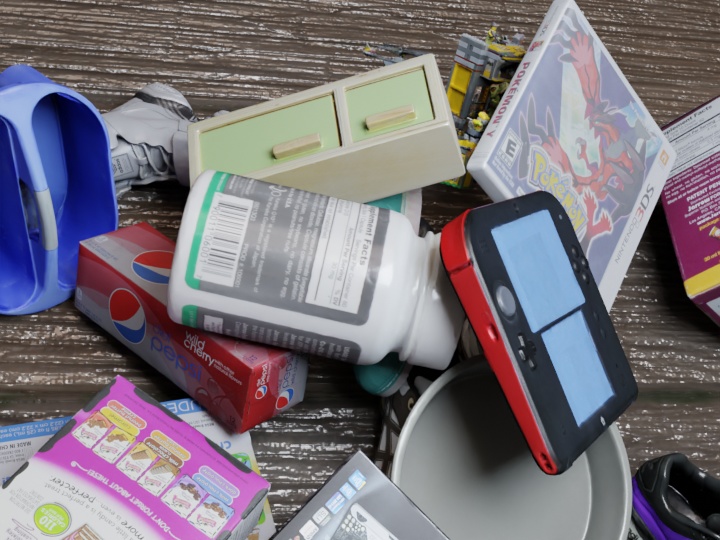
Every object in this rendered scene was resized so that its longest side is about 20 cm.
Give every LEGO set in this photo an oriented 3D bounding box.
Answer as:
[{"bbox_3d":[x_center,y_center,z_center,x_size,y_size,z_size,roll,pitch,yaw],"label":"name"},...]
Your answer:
[{"bbox_3d":[0.107,-0.149,0.976,0.200,0.116,0.154,-1,27,-36],"label":"LEGO set"}]

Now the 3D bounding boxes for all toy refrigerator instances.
[{"bbox_3d":[-0.028,-0.094,0.866,0.200,0.070,0.076,-14,55,8],"label":"toy refrigerator"}]

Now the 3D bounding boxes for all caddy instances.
[{"bbox_3d":[-0.264,-0.060,0.877,0.141,0.200,0.105,-26,44,-32],"label":"caddy"}]

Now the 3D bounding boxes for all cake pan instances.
[{"bbox_3d":[0.105,0.159,0.819,0.200,0.037,0.200,4,79,-24],"label":"cake pan"}]

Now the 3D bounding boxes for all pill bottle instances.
[{"bbox_3d":[-0.027,0.004,0.800,0.200,0.113,0.113,13,49,-2],"label":"pill bottle"}]

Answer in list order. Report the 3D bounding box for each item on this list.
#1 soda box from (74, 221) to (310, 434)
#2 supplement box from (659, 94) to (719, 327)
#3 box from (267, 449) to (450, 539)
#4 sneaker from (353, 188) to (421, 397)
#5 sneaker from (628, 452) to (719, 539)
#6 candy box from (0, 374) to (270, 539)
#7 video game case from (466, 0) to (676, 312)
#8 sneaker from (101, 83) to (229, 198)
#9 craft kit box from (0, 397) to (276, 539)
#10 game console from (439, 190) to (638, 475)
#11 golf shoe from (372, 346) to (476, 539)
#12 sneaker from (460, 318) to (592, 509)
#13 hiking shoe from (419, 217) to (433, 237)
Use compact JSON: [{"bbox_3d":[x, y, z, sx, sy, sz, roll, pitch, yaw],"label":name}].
[{"bbox_3d":[-0.132,0.039,0.873,0.200,0.063,0.070,31,35,29],"label":"soda box"},{"bbox_3d":[0.350,-0.044,1.037,0.131,0.103,0.200,36,38,-36],"label":"supplement box"},{"bbox_3d":[-0.017,0.240,0.714,0.200,0.050,0.158,-43,86,-14],"label":"box"},{"bbox_3d":[0.000,0.000,0.897,0.080,0.071,0.200,17,60,-30],"label":"sneaker"},{"bbox_3d":[0.281,0.214,0.842,0.070,0.100,0.200,-34,65,-32],"label":"sneaker"},{"bbox_3d":[-0.172,0.181,0.728,0.136,0.061,0.200,34,51,13],"label":"candy box"},{"bbox_3d":[0.183,-0.091,0.940,0.200,0.023,0.182,45,62,-33],"label":"video game case"},{"bbox_3d":[-0.170,-0.094,0.983,0.115,0.075,0.200,-32,43,-28],"label":"sneaker"},{"bbox_3d":[-0.159,0.189,0.791,0.200,0.049,0.198,-6,51,-19],"label":"craft kit box"},{"bbox_3d":[0.132,0.033,0.792,0.200,0.031,0.177,-18,81,-60],"label":"game console"},{"bbox_3d":[0.047,0.132,0.857,0.078,0.095,0.200,7,52,-10],"label":"golf shoe"},{"bbox_3d":[0.138,0.094,0.911,0.076,0.092,0.200,-7,56,-21],"label":"sneaker"},{"bbox_3d":[-0.024,-0.030,0.967,0.200,0.101,0.076,-8,54,-20],"label":"hiking shoe"}]
